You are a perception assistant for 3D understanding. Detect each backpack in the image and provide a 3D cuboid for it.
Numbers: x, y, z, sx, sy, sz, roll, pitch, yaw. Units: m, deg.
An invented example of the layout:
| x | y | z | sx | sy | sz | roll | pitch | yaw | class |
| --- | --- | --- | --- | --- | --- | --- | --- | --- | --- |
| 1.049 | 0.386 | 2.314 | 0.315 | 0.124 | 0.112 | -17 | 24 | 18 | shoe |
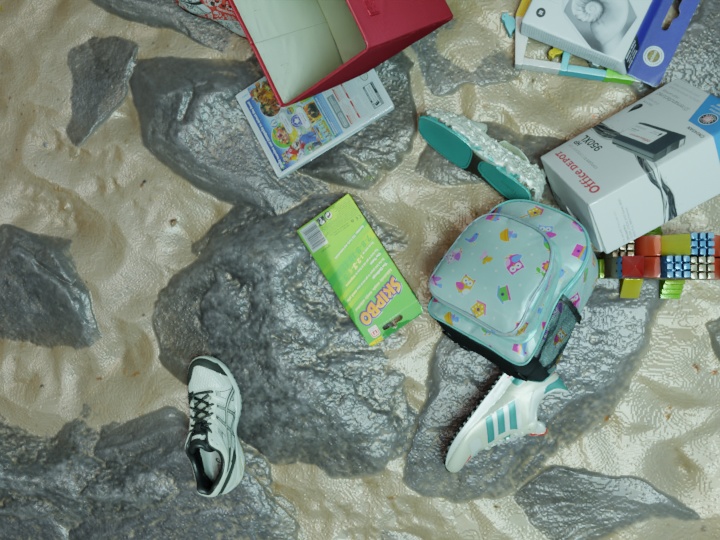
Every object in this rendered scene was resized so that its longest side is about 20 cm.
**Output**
| x | y | z | sx | sy | sz | roll | pitch | yaw | class |
| --- | --- | --- | --- | --- | --- | --- | --- | --- | --- |
| 0.195 | 0.009 | 0.784 | 0.175 | 0.153 | 0.201 | 29 | 77 | 41 | backpack |

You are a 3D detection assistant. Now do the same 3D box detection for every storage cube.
| x | y | z | sx | sy | sz | roll | pitch | yaw | class |
| --- | --- | --- | --- | --- | --- | --- | --- | --- | --- |
| -0.028 | -0.332 | 0.764 | 0.199 | 0.179 | 0.172 | -15 | 106 | 49 | storage cube |

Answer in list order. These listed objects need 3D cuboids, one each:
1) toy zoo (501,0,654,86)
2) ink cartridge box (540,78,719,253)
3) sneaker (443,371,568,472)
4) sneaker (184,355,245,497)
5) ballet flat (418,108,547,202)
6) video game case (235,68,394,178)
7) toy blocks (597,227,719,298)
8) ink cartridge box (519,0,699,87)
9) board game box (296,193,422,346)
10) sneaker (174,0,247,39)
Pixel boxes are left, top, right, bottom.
| x | y | z | sx | sy | sz | roll | pitch | yaw | class |
| --- | --- | --- | --- | --- | --- | --- | --- | --- | --- |
| 0.291 | -0.332 | 0.850 | 0.198 | 0.020 | 0.133 | 13 | 91 | 11 | toy zoo |
| 0.346 | -0.130 | 0.766 | 0.199 | 0.145 | 0.085 | -30 | 123 | 8 | ink cartridge box |
| 0.194 | 0.205 | 0.830 | 0.093 | 0.070 | 0.201 | 38 | 93 | 15 | sneaker |
| -0.215 | 0.223 | 0.899 | 0.075 | 0.088 | 0.202 | -15 | 85 | 12 | sneaker |
| 0.169 | -0.162 | 0.856 | 0.199 | 0.072 | 0.072 | 39 | 95 | 7 | ballet flat |
| -0.069 | -0.248 | 0.917 | 0.199 | 0.018 | 0.144 | -30 | 84 | 8 | video game case |
| 0.386 | -0.015 | 0.767 | 0.197 | 0.137 | 0.101 | 0 | 89 | 10 | toy blocks |
| 0.339 | -0.369 | 0.811 | 0.198 | 0.041 | 0.201 | 25 | 93 | 10 | ink cartridge box |
| 0.000 | 0.000 | 0.894 | 0.095 | 0.030 | 0.201 | -34 | 80 | 9 | board game box |
| -0.197 | -0.393 | 0.898 | 0.199 | 0.108 | 0.068 | 21 | 92 | 10 | sneaker |
